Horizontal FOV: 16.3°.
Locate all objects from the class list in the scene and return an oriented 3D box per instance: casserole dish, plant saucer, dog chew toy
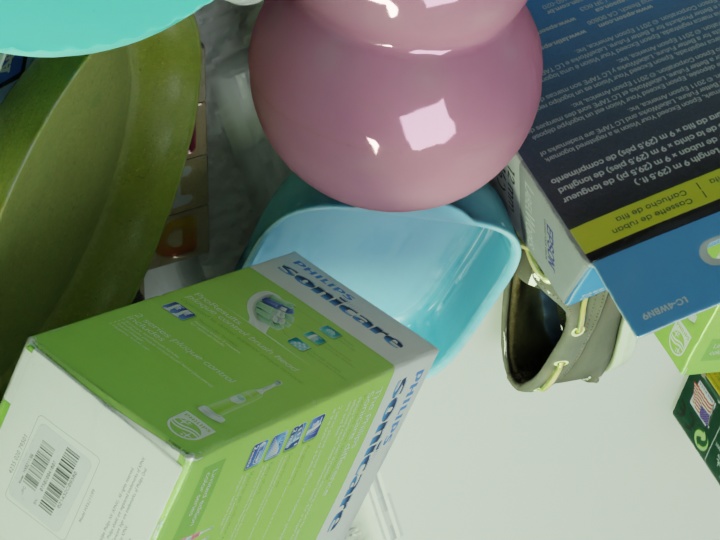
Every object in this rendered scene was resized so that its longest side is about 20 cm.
[{"bbox_3d":[0.000,0.000,1.160,0.121,0.039,0.200,7,151,-13],"label":"casserole dish"},{"bbox_3d":[-0.121,-0.020,0.996,0.200,0.031,0.200,-61,167,-25],"label":"plant saucer"},{"bbox_3d":[0.020,-0.124,1.021,0.124,0.125,0.200,-11,130,-24],"label":"dog chew toy"}]

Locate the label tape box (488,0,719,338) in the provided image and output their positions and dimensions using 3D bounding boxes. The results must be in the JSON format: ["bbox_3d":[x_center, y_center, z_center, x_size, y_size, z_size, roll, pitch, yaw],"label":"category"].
[{"bbox_3d":[0.136,-0.051,1.111,0.143,0.200,0.066,-22,145,-12],"label":"label tape box"}]

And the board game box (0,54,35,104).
[{"bbox_3d":[-0.161,-0.059,0.953,0.200,0.019,0.103,-64,148,-17],"label":"board game box"}]

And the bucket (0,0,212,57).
[{"bbox_3d":[-0.102,-0.176,0.801,0.207,0.135,0.207,-2,125,-3],"label":"bucket"}]

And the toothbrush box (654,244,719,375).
[{"bbox_3d":[0.238,-0.049,1.279,0.145,0.086,0.200,-5,137,-30],"label":"toothbrush box"}]

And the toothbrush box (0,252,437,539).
[{"bbox_3d":[-0.073,0.089,1.028,0.200,0.086,0.146,-19,139,-58],"label":"toothbrush box"}]

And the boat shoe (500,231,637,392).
[{"bbox_3d":[0.104,-0.006,1.248,0.060,0.072,0.202,-24,147,-16],"label":"boat shoe"}]

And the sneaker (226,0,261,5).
[{"bbox_3d":[-0.071,-0.183,0.939,0.099,0.075,0.200,-11,135,-6],"label":"sneaker"}]

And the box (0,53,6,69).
[{"bbox_3d":[-0.219,-0.105,0.835,0.200,0.068,0.082,40,110,-17],"label":"box"}]

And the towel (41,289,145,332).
[{"bbox_3d":[-0.177,0.081,1.137,0.200,0.086,0.166,-21,138,-19],"label":"towel"}]

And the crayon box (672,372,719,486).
[{"bbox_3d":[0.298,0.096,1.454,0.200,0.127,0.051,-10,139,-25],"label":"crayon box"}]

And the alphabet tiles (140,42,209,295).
[{"bbox_3d":[-0.145,-0.029,1.104,0.166,0.006,0.200,-18,142,-17],"label":"alphabet tiles"}]
